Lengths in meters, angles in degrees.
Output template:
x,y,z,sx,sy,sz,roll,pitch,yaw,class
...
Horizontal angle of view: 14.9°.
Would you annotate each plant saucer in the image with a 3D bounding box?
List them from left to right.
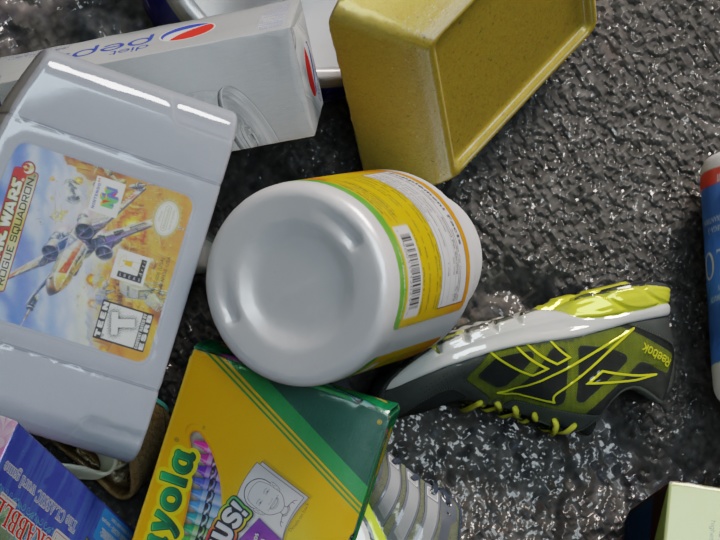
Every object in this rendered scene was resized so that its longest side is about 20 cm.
x,y,z,sx,sy,sz,roll,pitch,yaw,class
0.074,-0.149,1.613,0.048,0.200,0.200,35,70,25,plant saucer

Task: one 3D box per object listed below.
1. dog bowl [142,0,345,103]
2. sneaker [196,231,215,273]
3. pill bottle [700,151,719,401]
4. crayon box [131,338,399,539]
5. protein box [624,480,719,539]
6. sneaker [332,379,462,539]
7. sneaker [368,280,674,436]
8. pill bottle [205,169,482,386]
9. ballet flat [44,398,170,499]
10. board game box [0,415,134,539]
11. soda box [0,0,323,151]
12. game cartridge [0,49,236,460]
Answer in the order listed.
x,y,z,sx,sy,sz,roll,pitch,yaw,class
-0.037,-0.203,1.654,0.199,0.079,0.201,3,79,-15,dog bowl
-0.181,-0.002,1.589,0.199,0.070,0.081,1,95,-12,sneaker
0.268,0.027,1.676,0.112,0.112,0.201,0,79,-15,pill bottle
-0.065,0.152,1.544,0.118,0.058,0.201,18,94,6,crayon box
0.256,0.241,1.604,0.199,0.135,0.200,7,78,-3,protein box
0.011,0.136,1.615,0.081,0.074,0.201,-21,91,-27,sneaker
0.104,0.065,1.644,0.199,0.074,0.085,-16,91,-14,sneaker
0.000,0.000,1.559,0.110,0.200,0.112,2,95,21,pill bottle
-0.192,0.072,1.541,0.200,0.068,0.073,34,54,-31,ballet flat
-0.204,0.198,1.474,0.041,0.200,0.200,17,73,22,board game box
-0.125,-0.098,1.569,0.199,0.063,0.069,-10,109,7,soda box
-0.156,-0.010,1.490,0.133,0.041,0.201,18,86,-24,game cartridge
